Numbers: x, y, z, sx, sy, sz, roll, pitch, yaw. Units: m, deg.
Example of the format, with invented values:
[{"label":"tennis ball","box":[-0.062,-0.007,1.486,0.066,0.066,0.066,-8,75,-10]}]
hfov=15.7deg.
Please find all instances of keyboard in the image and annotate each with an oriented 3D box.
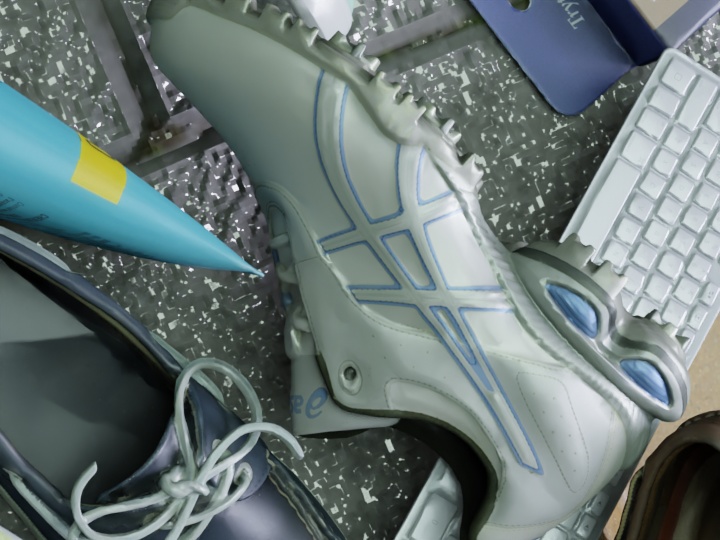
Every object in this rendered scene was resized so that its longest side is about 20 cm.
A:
[{"label":"keyboard","box":[0.073,0.027,0.814,0.056,0.011,0.201,33,76,-12]}]

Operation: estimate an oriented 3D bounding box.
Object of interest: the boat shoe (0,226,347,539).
[{"label":"boat shoe","box":[-0.068,0.053,0.772,0.200,0.062,0.075,47,73,-9]}]

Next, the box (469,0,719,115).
[{"label":"box","box":[0.107,-0.156,0.872,0.200,0.032,0.121,-41,99,-17]}]

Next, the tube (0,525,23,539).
[{"label":"tube","box":[-0.157,0.157,0.741,0.058,0.052,0.201,28,78,19]}]

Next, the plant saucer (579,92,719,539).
[{"label":"plant saucer","box":[0.149,0.037,0.864,0.199,0.035,0.201,2,85,-19]}]

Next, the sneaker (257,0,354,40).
[{"label":"sneaker","box":[-0.028,-0.171,0.804,0.118,0.074,0.201,-32,97,-22]}]

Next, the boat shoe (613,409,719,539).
[{"label":"boat shoe","box":[0.093,0.141,0.773,0.074,0.075,0.203,2,83,26]}]

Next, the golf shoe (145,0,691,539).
[{"label":"golf shoe","box":[0.000,0.000,0.764,0.200,0.078,0.097,42,84,-1]}]

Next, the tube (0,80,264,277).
[{"label":"tube","box":[-0.123,-0.043,0.725,0.200,0.077,0.051,29,87,-31]}]
